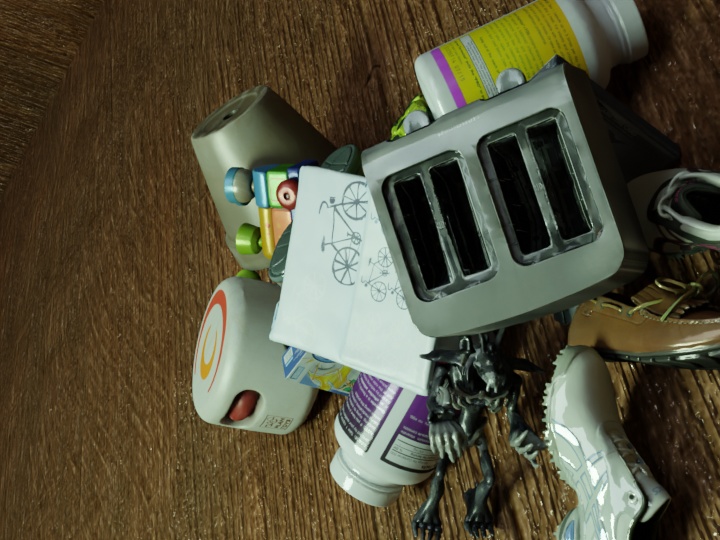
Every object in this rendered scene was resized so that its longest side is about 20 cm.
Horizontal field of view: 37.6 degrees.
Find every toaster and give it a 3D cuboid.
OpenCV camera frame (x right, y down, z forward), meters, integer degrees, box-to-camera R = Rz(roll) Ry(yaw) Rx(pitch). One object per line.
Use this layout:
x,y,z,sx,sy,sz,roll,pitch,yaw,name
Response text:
0.114,-0.043,0.829,0.180,0.118,0.202,-20,82,23,toaster

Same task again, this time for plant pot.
-0.117,-0.130,1.336,0.199,0.174,0.200,-28,23,13,plant pot

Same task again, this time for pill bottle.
0.047,0.129,1.046,0.201,0.112,0.113,-62,30,16,pill bottle
0.157,-0.188,0.971,0.199,0.105,0.105,-25,42,4,pill bottle

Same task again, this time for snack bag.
0.000,0.000,0.998,0.199,0.021,0.190,17,101,34,snack bag

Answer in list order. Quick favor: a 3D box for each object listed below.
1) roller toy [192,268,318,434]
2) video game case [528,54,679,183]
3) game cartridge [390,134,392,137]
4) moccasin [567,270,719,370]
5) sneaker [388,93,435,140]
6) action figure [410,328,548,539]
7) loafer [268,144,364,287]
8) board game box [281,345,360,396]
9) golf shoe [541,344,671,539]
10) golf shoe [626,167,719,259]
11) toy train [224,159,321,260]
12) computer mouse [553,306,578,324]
-0.122,0.110,1.322,0.182,0.139,0.202,-152,75,-69,roller toy
0.160,-0.085,0.945,0.200,0.142,0.019,-42,23,41,video game case
0.031,-0.029,1.191,0.201,0.032,0.177,-58,36,35,game cartridge
0.239,0.036,0.820,0.201,0.073,0.078,175,102,-69,moccasin
0.072,-0.126,1.069,0.074,0.083,0.200,-54,6,24,sneaker
0.104,0.141,0.927,0.102,0.118,0.202,-125,42,-69,action figure
-0.031,-0.049,1.138,0.071,0.063,0.201,-12,40,41,loafer
0.024,0.055,1.105,0.200,0.135,0.035,-53,34,31,board game box
0.197,0.155,0.809,0.097,0.078,0.202,-13,79,49,golf shoe
0.256,-0.052,0.811,0.200,0.088,0.078,22,86,61,golf shoe
-0.094,-0.028,1.237,0.115,0.085,0.202,4,110,25,toy train
0.181,0.054,0.935,0.058,0.034,0.202,-15,64,54,computer mouse
